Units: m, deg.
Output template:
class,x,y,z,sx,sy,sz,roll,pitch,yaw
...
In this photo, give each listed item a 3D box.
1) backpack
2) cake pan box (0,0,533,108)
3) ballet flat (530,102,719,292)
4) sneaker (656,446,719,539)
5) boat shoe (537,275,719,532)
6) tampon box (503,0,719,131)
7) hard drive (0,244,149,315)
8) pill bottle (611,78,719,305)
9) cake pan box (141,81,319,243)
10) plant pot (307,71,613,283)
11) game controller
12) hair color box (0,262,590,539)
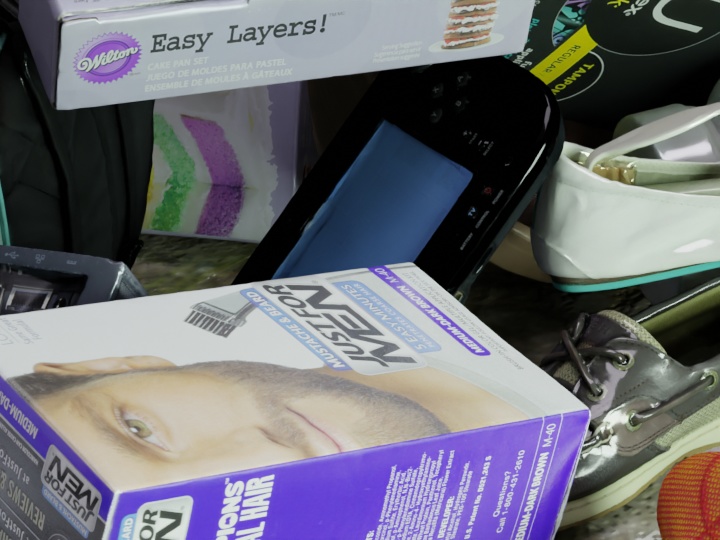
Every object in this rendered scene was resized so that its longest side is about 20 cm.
class,x,y,z,sx,sy,sz,roll,pitch,yaw
backpack,-0.164,-0.056,1.245,0.153,0.200,0.176,1,42,16
cake pan box,-0.053,-0.148,1.149,0.199,0.052,0.184,-9,46,-19
ballet flat,0.163,-0.035,1.144,0.199,0.070,0.069,-6,24,4
sneaker,0.124,0.116,0.971,0.077,0.073,0.200,-18,23,-3
boat shoe,0.097,0.045,1.134,0.200,0.065,0.073,-22,28,-32
tampon box,0.126,-0.149,1.261,0.200,0.150,0.127,10,53,-37
hard drive,-0.150,0.040,1.129,0.199,0.135,0.042,3,56,31
pill bottle,0.211,-0.043,1.242,0.199,0.113,0.113,-12,25,-12
cake pan box,-0.097,-0.117,1.372,0.184,0.201,0.052,7,8,21
plant pot,0.044,-0.069,1.313,0.093,0.201,0.201,-40,0,39
game controller,0.000,0.000,1.155,0.200,0.042,0.104,-55,33,0
hair color box,-0.034,0.057,1.006,0.200,0.065,0.109,-9,35,-37
